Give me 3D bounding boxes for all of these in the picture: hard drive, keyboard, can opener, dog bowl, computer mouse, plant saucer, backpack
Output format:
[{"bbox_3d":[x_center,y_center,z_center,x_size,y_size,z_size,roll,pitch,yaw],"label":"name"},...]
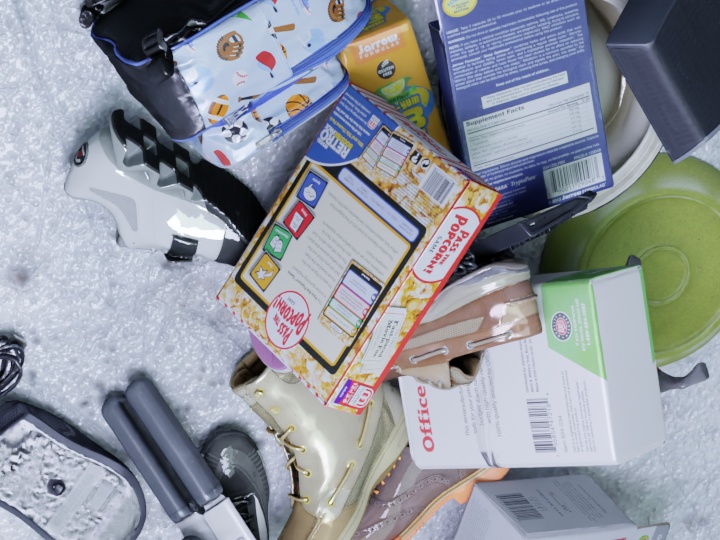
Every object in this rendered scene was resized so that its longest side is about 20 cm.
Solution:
[{"bbox_3d":[0.276,-0.196,1.696,0.135,0.042,0.200,56,52,-27],"label":"hard drive"},{"bbox_3d":[0.096,-0.015,1.665,0.126,0.200,0.021,-24,88,-23],"label":"keyboard"},{"bbox_3d":[-0.143,0.183,1.730,0.053,0.067,0.201,-34,90,17],"label":"can opener"},{"bbox_3d":[0.151,-0.146,1.717,0.199,0.074,0.202,-7,112,-16],"label":"dog bowl"},{"bbox_3d":[-0.259,0.153,1.742,0.200,0.053,0.139,39,95,-16],"label":"computer mouse"},{"bbox_3d":[0.252,0.000,1.835,0.198,0.031,0.202,-6,112,-14],"label":"plant saucer"},{"bbox_3d":[-0.086,-0.179,1.583,0.190,0.200,0.154,-37,122,-5],"label":"backpack"}]

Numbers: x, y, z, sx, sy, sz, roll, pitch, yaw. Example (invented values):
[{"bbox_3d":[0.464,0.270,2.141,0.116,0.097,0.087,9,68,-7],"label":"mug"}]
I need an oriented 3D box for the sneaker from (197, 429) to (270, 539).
[{"bbox_3d":[-0.102,0.234,1.794,0.066,0.091,0.202,-3,112,-16],"label":"sneaker"}]

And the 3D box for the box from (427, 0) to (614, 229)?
[{"bbox_3d":[0.123,-0.142,1.650,0.120,0.032,0.201,-17,116,-12],"label":"box"}]

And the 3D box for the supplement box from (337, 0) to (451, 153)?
[{"bbox_3d":[0.029,-0.109,1.706,0.066,0.069,0.201,-23,114,-8],"label":"supplement box"}]

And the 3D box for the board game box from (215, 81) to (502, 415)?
[{"bbox_3d":[-0.005,-0.017,1.613,0.046,0.151,0.201,19,108,-50],"label":"board game box"}]

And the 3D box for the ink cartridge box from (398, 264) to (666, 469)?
[{"bbox_3d":[0.132,0.079,1.715,0.084,0.199,0.147,-14,97,-50],"label":"ink cartridge box"}]

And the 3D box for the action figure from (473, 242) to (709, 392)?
[{"bbox_3d":[0.162,0.062,1.779,0.193,0.105,0.200,-29,112,33],"label":"action figure"}]

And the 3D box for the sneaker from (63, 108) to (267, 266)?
[{"bbox_3d":[-0.146,-0.043,1.688,0.200,0.074,0.088,35,117,-27],"label":"sneaker"}]

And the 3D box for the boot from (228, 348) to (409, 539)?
[{"bbox_3d":[-0.056,0.149,1.761,0.155,0.073,0.201,41,74,-25],"label":"boot"}]

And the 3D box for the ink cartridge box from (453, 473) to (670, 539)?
[{"bbox_3d":[0.156,0.285,1.871,0.175,0.084,0.201,0,120,-36],"label":"ink cartridge box"}]

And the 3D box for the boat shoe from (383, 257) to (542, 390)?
[{"bbox_3d":[0.060,0.060,1.668,0.075,0.200,0.072,-17,79,-49],"label":"boat shoe"}]

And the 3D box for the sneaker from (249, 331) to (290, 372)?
[{"bbox_3d":[0.000,0.000,1.693,0.200,0.081,0.088,-50,146,17],"label":"sneaker"}]

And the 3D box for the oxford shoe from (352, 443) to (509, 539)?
[{"bbox_3d":[0.031,0.183,1.829,0.199,0.071,0.073,-33,113,-12],"label":"oxford shoe"}]
